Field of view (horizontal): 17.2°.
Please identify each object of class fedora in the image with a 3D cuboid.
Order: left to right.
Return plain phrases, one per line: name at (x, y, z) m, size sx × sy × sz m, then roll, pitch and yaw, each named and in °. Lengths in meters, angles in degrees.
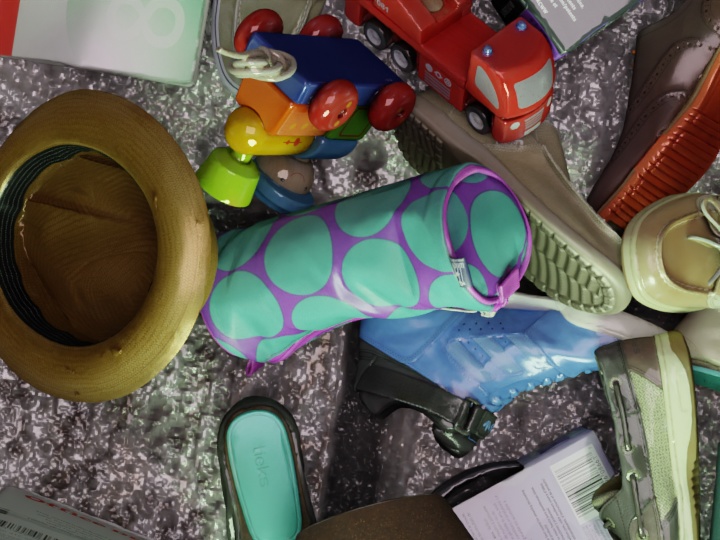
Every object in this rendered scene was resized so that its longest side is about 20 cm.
fedora at (-0.151, -0.013, 1.452) m, size 0.200 × 0.082 × 0.201 m, roll -4°, pitch 84°, yaw 36°

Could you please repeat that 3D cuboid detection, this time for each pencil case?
pencil case at (0.000, 0.000, 1.435) m, size 0.200 × 0.085 × 0.093 m, roll -13°, pitch 99°, yaw 35°

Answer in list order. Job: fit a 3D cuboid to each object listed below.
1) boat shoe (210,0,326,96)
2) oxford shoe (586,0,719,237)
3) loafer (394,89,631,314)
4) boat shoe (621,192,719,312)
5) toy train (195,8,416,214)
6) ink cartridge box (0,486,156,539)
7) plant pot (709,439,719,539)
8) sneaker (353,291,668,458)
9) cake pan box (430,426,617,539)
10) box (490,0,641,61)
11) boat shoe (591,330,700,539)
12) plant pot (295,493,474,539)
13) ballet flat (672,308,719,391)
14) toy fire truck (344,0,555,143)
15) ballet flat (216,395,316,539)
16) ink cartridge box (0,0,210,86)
boat shoe at (-0.047, -0.204, 1.489) m, size 0.072 × 0.062 × 0.201 m, roll 15°, pitch 90°, yaw -3°
oxford shoe at (0.197, -0.109, 1.510) m, size 0.072 × 0.071 × 0.200 m, roll 38°, pitch 93°, yaw 28°
loafer at (0.104, -0.054, 1.464) m, size 0.068 × 0.076 × 0.200 m, roll -36°, pitch 64°, yaw -21°
boat shoe at (0.240, -0.016, 1.453) m, size 0.200 × 0.063 × 0.074 m, roll -8°, pitch 92°, yaw -41°
toy train at (-0.062, -0.088, 1.419) m, size 0.085 × 0.200 × 0.116 m, roll 44°, pitch 113°, yaw 21°
ink cartridge box at (-0.170, 0.202, 1.415) m, size 0.146 × 0.200 × 0.086 m, roll 21°, pitch 90°, yaw -2°
plant pot at (0.278, 0.165, 1.436) m, size 0.141 × 0.200 × 0.142 m, roll 6°, pitch 90°, yaw -2°
sneaker at (0.094, 0.068, 1.487) m, size 0.199 × 0.077 × 0.112 m, roll 12°, pitch 84°, yaw 1°
cake pan box at (0.107, 0.220, 1.504) m, size 0.184 × 0.052 × 0.200 m, roll -29°, pitch 92°, yaw -4°
box at (0.168, -0.226, 1.470) m, size 0.200 × 0.122 × 0.106 m, roll -35°, pitch 92°, yaw -3°
boat shoe at (0.174, 0.137, 1.451) m, size 0.066 × 0.072 × 0.201 m, roll -2°, pitch 99°, yaw 6°
plant pot at (0.031, 0.240, 1.400) m, size 0.186 × 0.187 × 0.201 m, roll -15°, pitch 76°, yaw -3°
ballet flat at (0.293, 0.068, 1.508) m, size 0.200 × 0.069 × 0.070 m, roll 23°, pitch 89°, yaw -2°
toy fire truck at (0.040, -0.181, 1.430) m, size 0.049 × 0.141 × 0.200 m, roll -37°, pitch 64°, yaw -25°
ballet flat at (-0.051, 0.177, 1.486) m, size 0.068 × 0.068 × 0.201 m, roll -4°, pitch 90°, yaw -3°
ink cartridge box at (-0.188, -0.209, 1.491) m, size 0.199 × 0.050 × 0.161 m, roll 9°, pitch 89°, yaw -5°
